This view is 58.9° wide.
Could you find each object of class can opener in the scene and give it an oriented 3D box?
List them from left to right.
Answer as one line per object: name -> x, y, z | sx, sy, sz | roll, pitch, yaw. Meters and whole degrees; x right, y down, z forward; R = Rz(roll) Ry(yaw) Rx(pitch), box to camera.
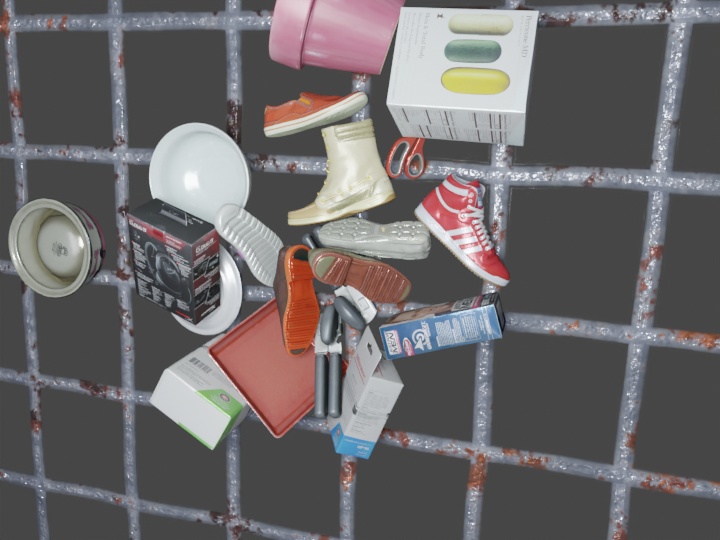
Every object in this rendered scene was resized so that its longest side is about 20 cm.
can opener -> -0.063, 0.164, 1.152 | 0.052, 0.066, 0.202 | -8, 69, 17
can opener -> -0.041, 0.014, 1.148 | 0.053, 0.067, 0.201 | -32, 90, 19

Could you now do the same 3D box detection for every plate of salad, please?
plate of salad -> -0.307, 0.025, 1.239 | 0.198, 0.048, 0.202 | 6, 104, 25

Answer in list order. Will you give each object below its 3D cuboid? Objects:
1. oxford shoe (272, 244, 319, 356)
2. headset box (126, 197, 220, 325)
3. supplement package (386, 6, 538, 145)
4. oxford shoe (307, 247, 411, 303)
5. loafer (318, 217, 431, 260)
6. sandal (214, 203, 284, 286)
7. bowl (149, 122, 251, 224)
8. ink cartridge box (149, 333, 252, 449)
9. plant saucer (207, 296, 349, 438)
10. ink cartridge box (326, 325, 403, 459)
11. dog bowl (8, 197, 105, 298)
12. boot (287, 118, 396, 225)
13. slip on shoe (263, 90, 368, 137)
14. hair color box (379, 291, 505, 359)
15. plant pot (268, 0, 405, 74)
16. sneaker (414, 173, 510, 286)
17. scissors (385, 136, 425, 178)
oxford shoe -> -0.122, 0.053, 1.162 | 0.072, 0.071, 0.202 | 7, 95, 52
headset box -> -0.330, -0.024, 1.138 | 0.148, 0.077, 0.201 | 23, 128, 19
supplement package -> 0.159, -0.292, 0.970 | 0.198, 0.151, 0.153 | 8, 85, 14
oxford shoe -> 0.000, 0.000, 1.110 | 0.199, 0.074, 0.071 | 23, 104, -28
loafer -> 0.024, -0.048, 1.114 | 0.198, 0.070, 0.070 | 5, 135, 14
sandal -> -0.196, -0.051, 1.147 | 0.050, 0.203, 0.083 | 19, 63, 40
bowl -> -0.277, -0.168, 1.171 | 0.199, 0.090, 0.203 | 3, 102, 16
ink cartridge box -> -0.264, 0.216, 1.182 | 0.145, 0.200, 0.084 | 34, 111, 8
plant saucer -> -0.148, 0.169, 1.166 | 0.200, 0.199, 0.037 | 51, 146, 1
ink cartridge box -> 0.013, 0.215, 1.137 | 0.067, 0.116, 0.201 | 17, 108, -19
dog bowl -> -0.610, -0.049, 1.301 | 0.198, 0.074, 0.202 | 3, 100, 15
boot -> -0.051, -0.168, 1.114 | 0.198, 0.073, 0.157 | -15, 96, 17
slip on shoe -> -0.083, -0.282, 1.106 | 0.198, 0.074, 0.062 | -9, 95, 23
hair color box -> 0.142, 0.093, 1.092 | 0.198, 0.100, 0.061 | -14, 96, 18
plant pot -> -0.030, -0.404, 1.014 | 0.178, 0.200, 0.202 | 19, 106, -4
sneaker -> 0.195, -0.073, 1.061 | 0.200, 0.071, 0.113 | 43, 112, 7
scissors -> 0.102, -0.246, 1.066 | 0.073, 0.014, 0.201 | 13, 107, -25
